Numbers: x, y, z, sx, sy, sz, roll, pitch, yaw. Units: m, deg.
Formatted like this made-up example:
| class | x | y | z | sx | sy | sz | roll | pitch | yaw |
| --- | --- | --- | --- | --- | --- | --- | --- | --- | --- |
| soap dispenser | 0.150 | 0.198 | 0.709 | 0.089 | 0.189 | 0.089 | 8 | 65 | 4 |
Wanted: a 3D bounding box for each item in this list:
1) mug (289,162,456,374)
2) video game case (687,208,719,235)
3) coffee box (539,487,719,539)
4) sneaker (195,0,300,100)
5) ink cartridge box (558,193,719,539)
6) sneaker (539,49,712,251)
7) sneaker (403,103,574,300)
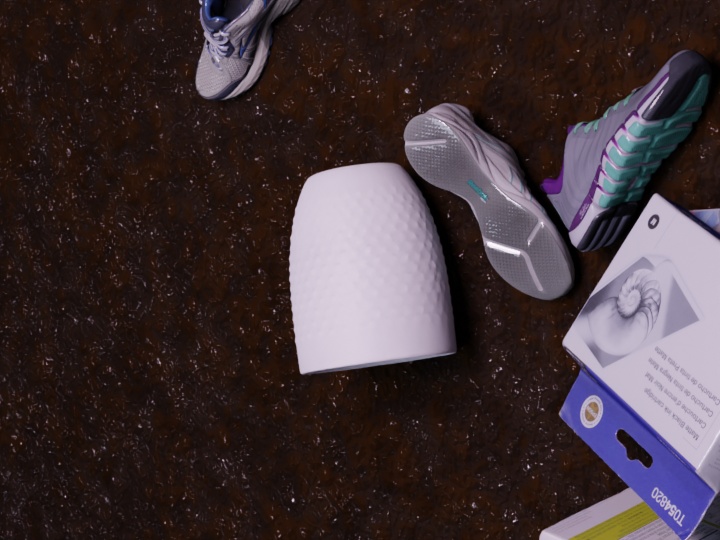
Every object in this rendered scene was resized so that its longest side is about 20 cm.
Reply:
| class | x | y | z | sx | sy | sz | roll | pitch | yaw |
| --- | --- | --- | --- | --- | --- | --- | --- | --- | --- |
| mug | 0.000 | 0.000 | 1.564 | 0.200 | 0.146 | 0.178 | 154 | 109 | -76 |
| video game case | 0.292 | 0.021 | 1.276 | 0.199 | 0.018 | 0.145 | -2 | 71 | 55 |
| coffee box | 0.265 | 0.295 | 1.307 | 0.197 | 0.199 | 0.202 | 19 | 113 | 41 |
| sneaker | -0.129 | -0.247 | 1.661 | 0.077 | 0.085 | 0.201 | 52 | 132 | 23 |
| ink cartridge box | 0.234 | 0.069 | 1.280 | 0.201 | 0.040 | 0.200 | -62 | 34 | 12 |
| sneaker | 0.204 | -0.111 | 1.364 | 0.088 | 0.074 | 0.201 | 53 | 133 | 29 |
| sneaker | 0.125 | -0.066 | 1.462 | 0.070 | 0.080 | 0.201 | -36 | 93 | 36 |
